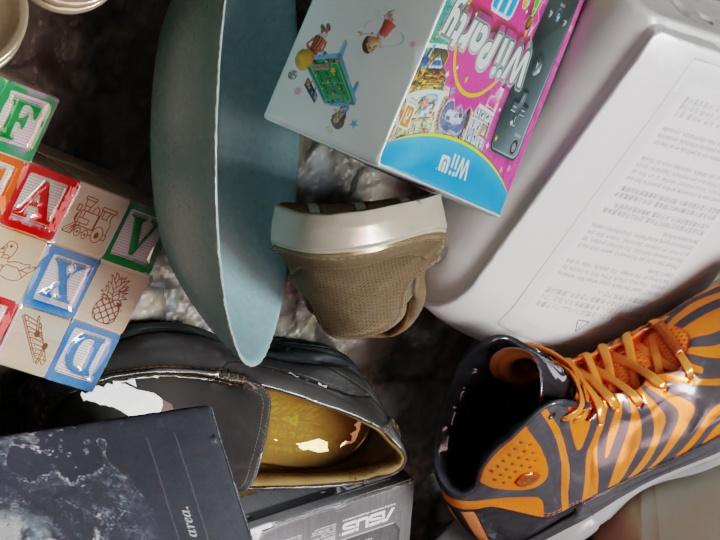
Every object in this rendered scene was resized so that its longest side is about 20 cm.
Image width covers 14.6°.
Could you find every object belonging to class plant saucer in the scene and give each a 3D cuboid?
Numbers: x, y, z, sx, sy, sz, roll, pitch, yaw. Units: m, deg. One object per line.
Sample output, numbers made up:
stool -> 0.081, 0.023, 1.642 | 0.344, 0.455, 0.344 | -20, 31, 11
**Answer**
plant saucer -> -0.059, -0.060, 1.187 | 0.039, 0.201, 0.201 | 1, 122, 8

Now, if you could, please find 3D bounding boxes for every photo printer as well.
photo printer -> 0.124, -0.043, 1.360 | 0.166, 0.069, 0.200 | 11, 123, -42

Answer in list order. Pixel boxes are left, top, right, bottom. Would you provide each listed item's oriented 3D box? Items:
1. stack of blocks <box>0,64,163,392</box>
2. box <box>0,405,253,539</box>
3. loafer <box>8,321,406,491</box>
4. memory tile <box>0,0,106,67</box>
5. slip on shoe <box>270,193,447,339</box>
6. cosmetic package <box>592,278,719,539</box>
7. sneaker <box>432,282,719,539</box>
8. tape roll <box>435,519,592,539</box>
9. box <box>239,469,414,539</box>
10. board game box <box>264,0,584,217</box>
stack of blocks -> -0.173, -0.033, 1.154 | 0.200, 0.059, 0.115 | 21, 99, -44
box -> -0.138, 0.178, 1.164 | 0.200, 0.197, 0.117 | -8, 154, -25
loafer -> -0.065, 0.068, 1.289 | 0.200, 0.072, 0.073 | -3, 116, -38
memory tile -> -0.157, -0.155, 1.075 | 0.200, 0.017, 0.153 | -32, 94, -23
slip on shoe -> 0.000, 0.000, 1.237 | 0.076, 0.200, 0.061 | -3, 89, -1
cosmetic package -> 0.172, 0.119, 1.421 | 0.087, 0.200, 0.103 | -18, 136, 24
sneaker -> 0.121, 0.057, 1.343 | 0.200, 0.078, 0.112 | -40, 140, 2
tape roll -> 0.074, 0.219, 1.451 | 0.200, 0.066, 0.201 | -35, 135, -45
box -> -0.070, 0.182, 1.365 | 0.200, 0.048, 0.159 | -15, 123, -33
board game box -> 0.048, -0.135, 1.227 | 0.148, 0.064, 0.200 | 18, 95, -66
